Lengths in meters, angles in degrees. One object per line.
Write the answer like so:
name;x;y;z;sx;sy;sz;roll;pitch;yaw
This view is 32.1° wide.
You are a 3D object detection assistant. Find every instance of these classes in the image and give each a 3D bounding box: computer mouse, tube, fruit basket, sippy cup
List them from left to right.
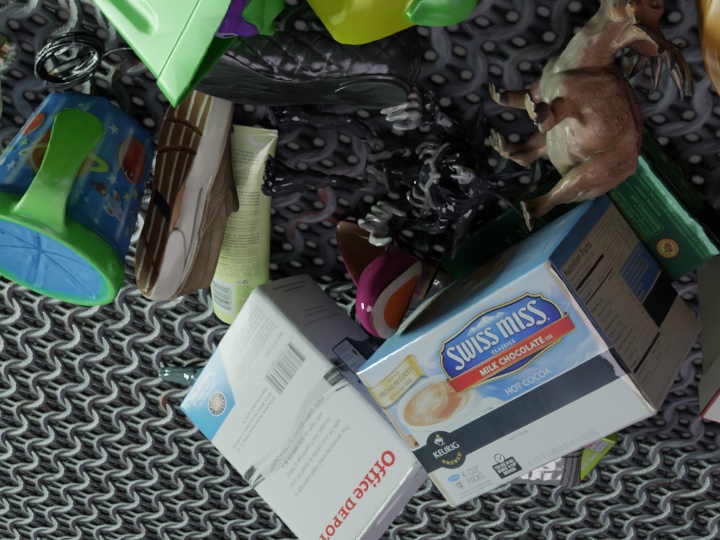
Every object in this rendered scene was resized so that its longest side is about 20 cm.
sippy cup;-0.226;-0.062;0.968;0.177;0.131;0.140;-5;145;42
computer mouse;-0.158;-0.172;0.921;0.198;0.034;0.059;-8;145;22
tube;-0.102;-0.041;1.045;0.058;0.052;0.201;-22;138;-23
fruit basket;-0.033;-0.187;0.750;0.214;0.217;0.156;25;136;-15

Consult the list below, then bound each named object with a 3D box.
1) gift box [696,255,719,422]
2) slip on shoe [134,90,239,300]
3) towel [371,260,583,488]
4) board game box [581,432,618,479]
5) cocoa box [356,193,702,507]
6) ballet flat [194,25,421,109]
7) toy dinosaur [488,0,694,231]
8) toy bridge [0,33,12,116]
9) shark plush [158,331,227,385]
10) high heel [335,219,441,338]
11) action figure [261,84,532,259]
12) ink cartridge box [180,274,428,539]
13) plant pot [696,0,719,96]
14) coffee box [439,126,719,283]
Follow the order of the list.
gift box;0.348;0.018;0.905;0.183;0.188;0.201;11;139;-1
slip on shoe;-0.123;-0.063;0.975;0.060;0.076;0.201;0;123;-31
towel;0.101;0.091;1.078;0.198;0.035;0.194;5;105;3
board game box;0.129;0.129;1.158;0.198;0.048;0.102;18;147;-2
cocoa box;0.124;0.059;0.932;0.200;0.133;0.132;-33;96;37
ballet flat;-0.055;-0.150;0.874;0.198;0.057;0.067;7;157;6
toy dinosaur;0.165;-0.105;0.860;0.134;0.086;0.201;-16;136;-8
toy bridge;-0.328;-0.125;1.011;0.067;0.027;0.200;32;134;-25
shark plush;-0.103;0.089;1.199;0.199;0.091;0.084;1;122;41
high heel;0.000;0.000;0.964;0.096;0.200;0.068;25;99;9
action figure;0.025;-0.075;0.926;0.198;0.102;0.120;10;94;10
ink cartridge box;-0.036;0.126;1.061;0.200;0.086;0.147;44;118;17
plant pot;0.310;-0.121;0.762;0.198;0.184;0.201;6;138;5
coffee box;0.170;-0.019;0.977;0.123;0.044;0.200;48;127;-5
